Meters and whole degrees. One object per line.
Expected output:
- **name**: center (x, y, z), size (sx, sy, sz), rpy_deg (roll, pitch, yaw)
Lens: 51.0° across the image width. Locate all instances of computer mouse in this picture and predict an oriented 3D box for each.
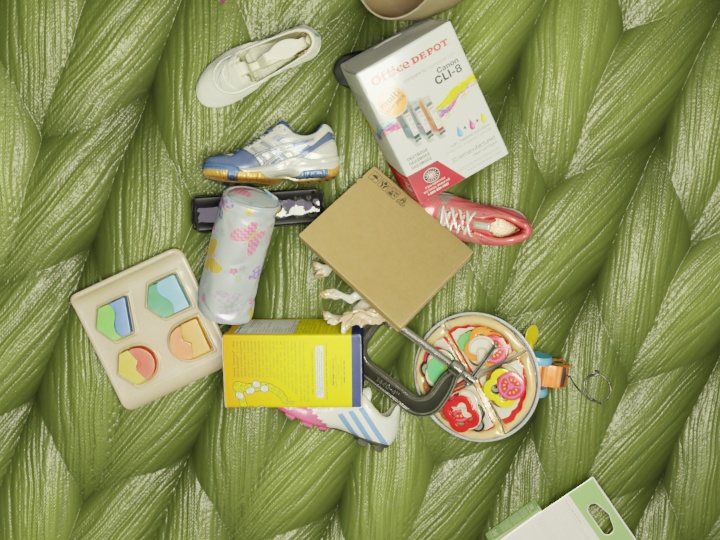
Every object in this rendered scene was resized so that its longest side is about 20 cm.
- **computer mouse**: center (0.059, -0.304, 1.110), size (0.199, 0.034, 0.059), rpy_deg (-11, 99, -3)

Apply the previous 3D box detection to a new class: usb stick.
- **usb stick**: center (-0.153, -0.090, 1.127), size (0.199, 0.033, 0.056), rpy_deg (-5, 92, -4)

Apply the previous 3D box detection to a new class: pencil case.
- **pencil case**: center (-0.175, -0.020, 1.089), size (0.090, 0.083, 0.201), rpy_deg (0, 118, -34)

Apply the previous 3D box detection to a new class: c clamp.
- **c clamp**: center (0.085, 0.130, 1.149), size (0.199, 0.027, 0.172), rpy_deg (30, 110, 13)

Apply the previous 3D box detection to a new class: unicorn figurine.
- **unicorn figurine**: center (0.000, 0.000, 1.119), size (0.136, 0.074, 0.201), rpy_deg (-11, 67, -5)

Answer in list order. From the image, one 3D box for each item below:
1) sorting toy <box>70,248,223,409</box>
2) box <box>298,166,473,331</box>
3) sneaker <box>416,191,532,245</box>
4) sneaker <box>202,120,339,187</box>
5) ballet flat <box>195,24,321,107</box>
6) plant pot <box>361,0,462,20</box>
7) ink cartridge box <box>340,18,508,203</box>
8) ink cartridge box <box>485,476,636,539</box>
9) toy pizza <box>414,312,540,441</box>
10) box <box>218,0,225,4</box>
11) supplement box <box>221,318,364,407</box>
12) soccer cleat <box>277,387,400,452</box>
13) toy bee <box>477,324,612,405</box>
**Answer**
- **sorting toy**: center (-0.314, 0.092, 1.139), size (0.184, 0.036, 0.201), rpy_deg (-25, 100, -1)
- **box**: center (0.036, -0.035, 1.082), size (0.200, 0.021, 0.163), rpy_deg (42, 71, 12)
- **sneaker**: center (0.163, -0.077, 1.126), size (0.199, 0.087, 0.074), rpy_deg (5, 97, -5)
- **sneaker**: center (-0.132, -0.171, 1.104), size (0.199, 0.075, 0.089), rpy_deg (-4, 88, -11)
- **ballet flat**: center (-0.149, -0.297, 1.078), size (0.199, 0.069, 0.070), rpy_deg (-26, 100, 0)
- **plant pot**: center (0.100, -0.439, 1.032), size (0.134, 0.200, 0.202), rpy_deg (-6, 101, -40)
- **ink cartridge box**: center (0.085, -0.227, 1.051), size (0.145, 0.145, 0.201), rpy_deg (-29, 111, 1)
- **ink cartridge box**: center (0.328, 0.439, 1.239), size (0.200, 0.048, 0.146), rpy_deg (-36, 100, 1)
- **toy pizza**: center (0.172, 0.164, 1.147), size (0.199, 0.032, 0.202), rpy_deg (3, 97, 25)
- **box**: center (-0.199, -0.506, 1.026), size (0.176, 0.097, 0.200), rpy_deg (-43, 100, 3)
- **supplement box**: center (-0.095, 0.135, 1.117), size (0.199, 0.109, 0.110), rpy_deg (0, 99, 2)
- **soccer cleat**: center (-0.031, 0.211, 1.170), size (0.199, 0.070, 0.087), rpy_deg (21, 88, -13)
- **toy bee**: center (0.280, 0.164, 1.178), size (0.199, 0.109, 0.131), rpy_deg (32, 104, 16)
